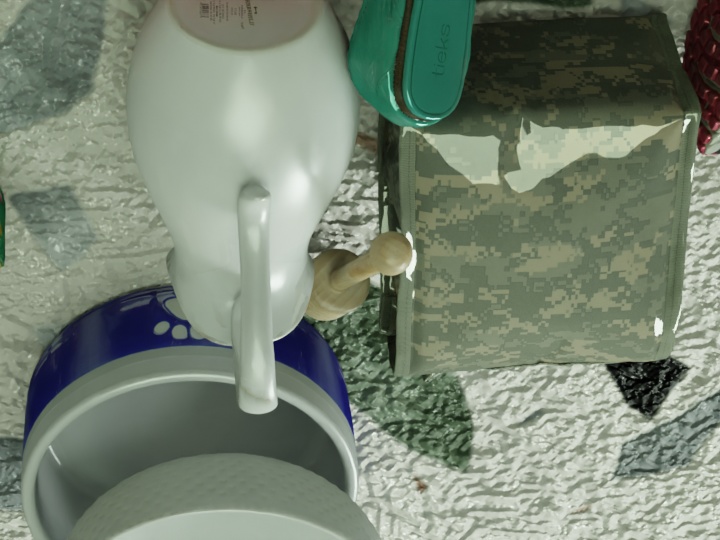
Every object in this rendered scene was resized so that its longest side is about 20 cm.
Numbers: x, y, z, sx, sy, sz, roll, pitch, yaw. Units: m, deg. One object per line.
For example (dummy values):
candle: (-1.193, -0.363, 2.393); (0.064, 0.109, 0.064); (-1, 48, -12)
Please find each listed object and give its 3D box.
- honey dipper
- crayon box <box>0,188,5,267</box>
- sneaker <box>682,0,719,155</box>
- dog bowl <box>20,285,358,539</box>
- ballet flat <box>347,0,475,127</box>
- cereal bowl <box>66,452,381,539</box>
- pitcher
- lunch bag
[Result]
honey dipper: (0.000, 0.000, 1.316); (0.038, 0.038, 0.200); (6, 173, -12)
crayon box: (-0.270, -0.079, 1.281); (0.118, 0.058, 0.201); (-11, 132, 3)
sneaker: (0.232, -0.137, 1.275); (0.074, 0.081, 0.201); (14, 128, -21)
dog bowl: (-0.102, 0.106, 1.453); (0.199, 0.079, 0.201); (-3, 132, -3)
ballet flat: (0.033, -0.173, 1.212); (0.067, 0.070, 0.201); (11, 95, -41)
cereal bowl: (-0.080, 0.175, 1.408); (0.199, 0.084, 0.201); (-3, 131, -4)
pitcher: (-0.058, -0.043, 1.262); (0.120, 0.172, 0.201); (-5, 133, -9)
lunch bag: (0.092, -0.030, 1.330); (0.163, 0.118, 0.201); (-3, 127, -5)
